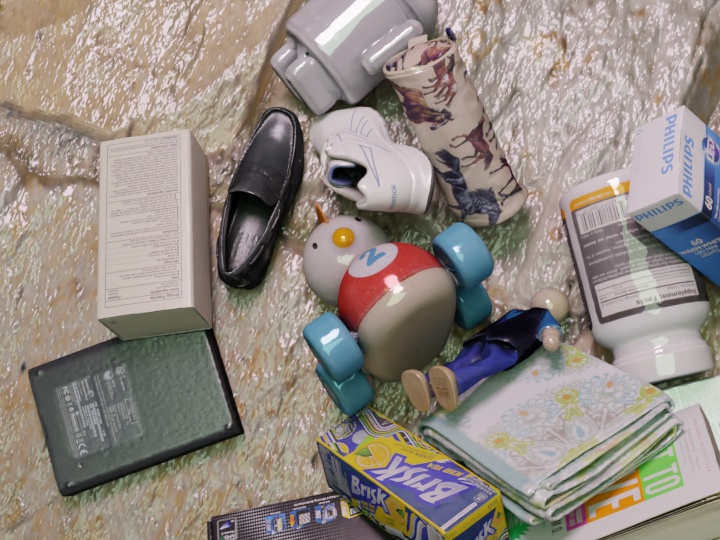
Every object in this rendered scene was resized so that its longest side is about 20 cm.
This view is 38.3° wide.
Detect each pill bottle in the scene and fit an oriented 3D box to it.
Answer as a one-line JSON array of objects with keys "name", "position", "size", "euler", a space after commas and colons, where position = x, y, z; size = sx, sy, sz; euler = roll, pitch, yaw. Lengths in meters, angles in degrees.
[{"name": "pill bottle", "position": [0.270, 0.009, 1.006], "size": [0.115, 0.116, 0.202], "euler": [-13, 79, 4]}]

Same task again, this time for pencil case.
[{"name": "pencil case", "position": [0.096, -0.134, 1.022], "size": [0.077, 0.090, 0.201], "euler": [-14, 121, 29]}]

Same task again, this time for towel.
[{"name": "towel", "position": [0.169, 0.142, 0.952], "size": [0.170, 0.200, 0.048], "euler": [-29, 117, -19]}]

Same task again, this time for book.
[{"name": "book", "position": [0.222, 0.201, 0.917], "size": [0.199, 0.134, 0.048], "euler": [-26, 113, 18]}]

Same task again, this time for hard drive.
[{"name": "hard drive", "position": [-0.235, 0.136, 1.086], "size": [0.199, 0.033, 0.140], "euler": [-20, 77, 3]}]

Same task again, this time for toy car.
[{"name": "toy car", "position": [0.000, 0.000, 1.023], "size": [0.184, 0.177, 0.200], "euler": [-35, 65, -11]}]

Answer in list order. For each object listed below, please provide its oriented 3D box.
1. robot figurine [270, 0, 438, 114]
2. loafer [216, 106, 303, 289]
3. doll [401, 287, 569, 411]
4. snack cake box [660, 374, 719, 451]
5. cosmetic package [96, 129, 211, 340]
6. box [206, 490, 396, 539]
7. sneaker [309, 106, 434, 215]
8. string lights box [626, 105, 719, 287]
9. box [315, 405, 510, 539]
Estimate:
[{"name": "robot figurine", "position": [0.001, -0.256, 1.088], "size": [0.200, 0.113, 0.170], "euler": [-43, 44, -2]}, {"name": "loafer", "position": [-0.105, -0.079, 1.091], "size": [0.068, 0.070, 0.202], "euler": [14, 81, 9]}, {"name": "doll", "position": [0.137, 0.072, 1.001], "size": [0.199, 0.136, 0.049], "euler": [-29, 99, -36]}, {"name": "snack cake box", "position": [0.322, 0.209, 0.987], "size": [0.114, 0.067, 0.202], "euler": [-14, 78, 4]}, {"name": "cosmetic package", "position": [-0.213, -0.038, 1.078], "size": [0.103, 0.073, 0.202], "euler": [-7, 69, 7]}, {"name": "box", "position": [-0.044, 0.313, 0.987], "size": [0.198, 0.048, 0.194], "euler": [-12, 51, 5]}, {"name": "sneaker", "position": [-0.006, -0.115, 1.039], "size": [0.087, 0.200, 0.075], "euler": [-6, 116, -29]}, {"name": "string lights box", "position": [0.338, -0.052, 0.967], "size": [0.199, 0.059, 0.103], "euler": [33, 55, -26]}, {"name": "box", "position": [0.045, 0.201, 0.954], "size": [0.070, 0.065, 0.200], "euler": [-30, 32, -25]}]
